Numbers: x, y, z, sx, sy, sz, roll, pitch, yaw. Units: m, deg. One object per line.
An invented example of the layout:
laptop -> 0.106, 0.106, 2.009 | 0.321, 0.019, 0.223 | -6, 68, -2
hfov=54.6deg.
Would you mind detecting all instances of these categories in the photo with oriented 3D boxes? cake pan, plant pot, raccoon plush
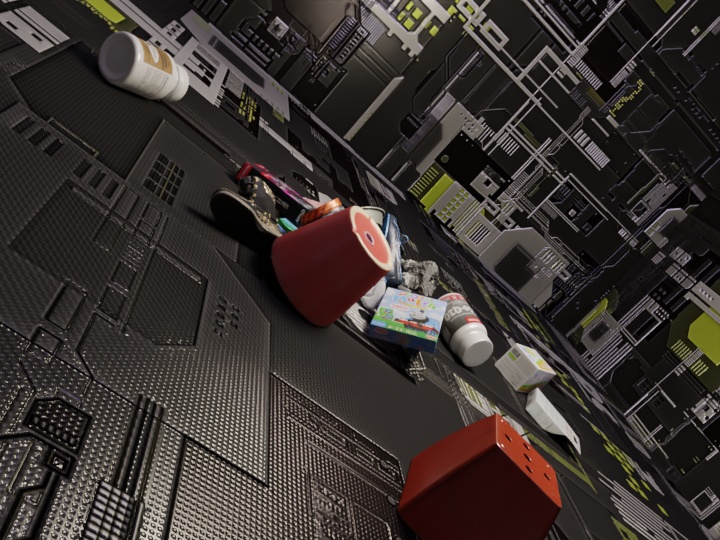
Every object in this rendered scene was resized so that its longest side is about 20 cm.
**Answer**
cake pan -> -0.032, -0.107, 1.738 | 0.200, 0.198, 0.037 | 12, 62, -64
plant pot -> -0.046, -0.020, 1.353 | 0.201, 0.176, 0.202 | 46, 25, -29
plant pot -> 0.198, 0.346, 1.087 | 0.200, 0.176, 0.200 | 44, 14, 2
raccoon plush -> 0.120, 0.002, 1.862 | 0.133, 0.098, 0.199 | 15, -6, 35

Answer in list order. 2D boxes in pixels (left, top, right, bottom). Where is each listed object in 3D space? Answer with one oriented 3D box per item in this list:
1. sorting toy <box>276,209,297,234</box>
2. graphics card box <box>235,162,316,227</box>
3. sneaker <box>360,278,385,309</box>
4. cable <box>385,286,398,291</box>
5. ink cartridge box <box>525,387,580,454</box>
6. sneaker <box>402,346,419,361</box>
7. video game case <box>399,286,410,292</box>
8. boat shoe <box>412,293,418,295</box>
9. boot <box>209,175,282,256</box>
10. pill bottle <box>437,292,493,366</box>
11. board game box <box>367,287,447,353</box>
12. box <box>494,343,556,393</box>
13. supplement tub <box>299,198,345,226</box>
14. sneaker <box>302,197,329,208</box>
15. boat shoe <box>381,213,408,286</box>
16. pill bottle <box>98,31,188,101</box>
sorting toy -> -0.155, -0.067, 1.560 | 0.200, 0.036, 0.185 | 47, 14, 9
graphics card box -> -0.196, -0.183, 1.688 | 0.199, 0.051, 0.125 | 39, 8, 5
sneaker -> 0.000, 0.000, 1.698 | 0.115, 0.074, 0.202 | 148, -73, -72
cable -> 0.060, 0.008, 1.835 | 0.201, 0.051, 0.163 | 54, 2, -32
ink cartridge box -> 0.581, 0.461, 2.103 | 0.201, 0.047, 0.160 | 51, 15, 7
sneaker -> 0.099, 0.143, 1.638 | 0.085, 0.078, 0.200 | 21, 17, -10
video game case -> 0.058, -0.028, 2.072 | 0.181, 0.023, 0.201 | 36, 17, -31
boat shoe -> 0.144, 0.109, 1.842 | 0.077, 0.071, 0.200 | 62, 19, 13
boot -> -0.230, -0.133, 1.412 | 0.200, 0.073, 0.152 | 37, 28, -41
pill bottle -> 0.286, 0.166, 1.961 | 0.113, 0.114, 0.201 | 32, 18, -39
board game box -> 0.111, 0.109, 1.585 | 0.149, 0.037, 0.200 | 14, 24, 8
box -> 0.531, 0.318, 2.235 | 0.113, 0.101, 0.199 | 52, 16, 29
supplement tub -> -0.048, -0.046, 1.514 | 0.202, 0.121, 0.123 | 65, 13, -5
sneaker -> -0.080, -0.139, 1.842 | 0.104, 0.076, 0.199 | 25, 10, 34
boat shoe -> 0.076, -0.046, 1.751 | 0.068, 0.084, 0.202 | 14, 63, -16
pill bottle -> -0.485, -0.454, 1.586 | 0.115, 0.114, 0.200 | 48, 15, 17
